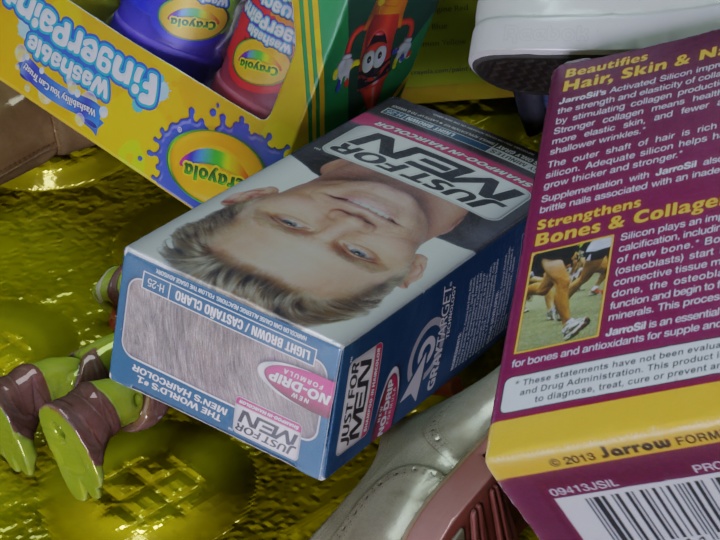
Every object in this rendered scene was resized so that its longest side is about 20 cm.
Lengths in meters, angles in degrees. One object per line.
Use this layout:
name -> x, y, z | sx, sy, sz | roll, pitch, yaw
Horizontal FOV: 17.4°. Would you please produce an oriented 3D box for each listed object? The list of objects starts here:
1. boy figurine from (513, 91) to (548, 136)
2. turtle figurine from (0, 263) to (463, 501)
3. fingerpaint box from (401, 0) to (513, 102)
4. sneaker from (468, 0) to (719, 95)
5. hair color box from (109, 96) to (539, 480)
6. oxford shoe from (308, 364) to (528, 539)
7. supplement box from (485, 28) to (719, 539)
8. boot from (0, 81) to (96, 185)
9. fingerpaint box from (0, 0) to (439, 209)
boy figurine -> 0.161, -0.107, 1.014 | 0.199, 0.065, 0.125 | -10, 40, 14
turtle figurine -> -0.068, 0.033, 0.979 | 0.161, 0.065, 0.200 | -32, 41, -33
fingerpaint box -> 0.094, -0.176, 1.160 | 0.199, 0.168, 0.073 | -4, 34, 3
sneaker -> 0.143, -0.117, 0.946 | 0.199, 0.073, 0.085 | 4, 73, 17
hair color box -> 0.000, 0.000, 0.934 | 0.100, 0.061, 0.200 | 23, 31, 23
oxford shoe -> 0.047, 0.062, 0.921 | 0.074, 0.071, 0.200 | 10, 35, 32
supplement box -> 0.135, 0.012, 0.862 | 0.130, 0.103, 0.201 | -12, 44, 29
boot -> -0.219, -0.089, 1.180 | 0.199, 0.066, 0.175 | -23, 38, -22
fingerpaint box -> -0.070, -0.129, 1.056 | 0.200, 0.167, 0.073 | 34, 22, 30
